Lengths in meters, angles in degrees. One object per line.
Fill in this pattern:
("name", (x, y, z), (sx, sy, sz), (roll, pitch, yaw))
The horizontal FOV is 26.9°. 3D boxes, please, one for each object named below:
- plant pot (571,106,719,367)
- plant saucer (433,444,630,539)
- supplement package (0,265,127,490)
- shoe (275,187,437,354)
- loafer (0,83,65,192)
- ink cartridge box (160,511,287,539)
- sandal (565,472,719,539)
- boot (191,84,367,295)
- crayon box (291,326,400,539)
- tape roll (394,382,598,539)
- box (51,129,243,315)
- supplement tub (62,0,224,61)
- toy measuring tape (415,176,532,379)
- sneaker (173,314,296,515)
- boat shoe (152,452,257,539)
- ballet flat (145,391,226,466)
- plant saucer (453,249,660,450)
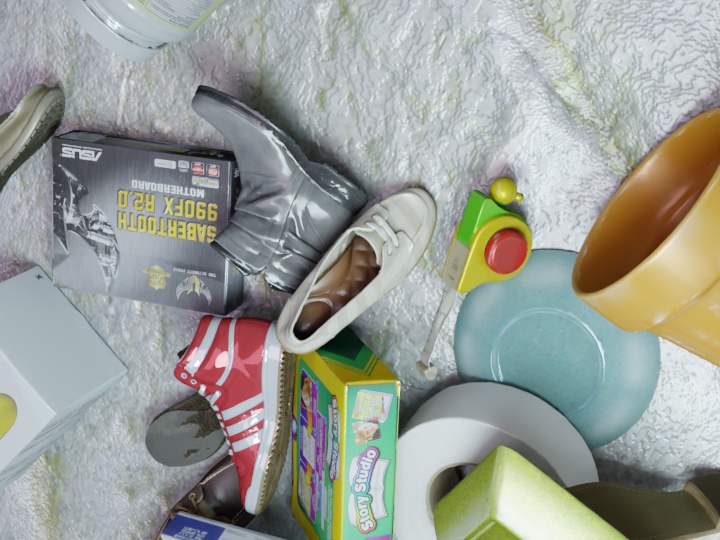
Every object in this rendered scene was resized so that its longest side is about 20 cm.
("plant pot", (0.311, -0.003, 1.265), (0.183, 0.200, 0.200), (38, 115, -10))
("plant saucer", (0.158, 0.258, 1.310), (0.200, 0.048, 0.200), (38, 151, 4))
("supplement package", (-0.383, 0.128, 1.566), (0.200, 0.151, 0.152), (-43, 87, 24))
("shoe", (0.000, 0.000, 1.397), (0.070, 0.053, 0.200), (42, 81, 5))
("loafer", (-0.378, -0.126, 1.538), (0.068, 0.076, 0.200), (46, 115, -3))
("ink cartridge box", (-0.082, 0.333, 1.487), (0.199, 0.041, 0.200), (4, 134, 45))
("sandal", (0.258, 0.236, 1.355), (0.211, 0.078, 0.070), (-4, 129, -23))
("boot", (-0.103, -0.072, 1.414), (0.200, 0.070, 0.132), (37, 89, -3))
("crayon box", (-0.017, 0.172, 1.433), (0.058, 0.173, 0.201), (-4, 107, -18))
("tape roll", (0.121, 0.208, 1.423), (0.201, 0.071, 0.203), (13, 122, 21))
("box", (-0.213, -0.050, 1.512), (0.199, 0.048, 0.159), (10, 107, 18))
("supplement tub", (-0.171, -0.302, 1.375), (0.200, 0.145, 0.145), (-40, 89, 25))
("toy measuring tape", (0.111, 0.010, 1.392), (0.073, 0.074, 0.201), (21, 105, 14))
("sneaker", (-0.127, 0.136, 1.468), (0.112, 0.071, 0.201), (10, 107, 10))
("boat shoe", (-0.164, 0.261, 1.564), (0.072, 0.072, 0.200), (48, 115, 3))
("ballet flat", (-0.145, 0.140, 1.545), (0.200, 0.046, 0.067), (-38, 98, 30))
("plant saucer", (0.178, 0.083, 1.408), (0.200, 0.039, 0.202), (6, 106, 20))
